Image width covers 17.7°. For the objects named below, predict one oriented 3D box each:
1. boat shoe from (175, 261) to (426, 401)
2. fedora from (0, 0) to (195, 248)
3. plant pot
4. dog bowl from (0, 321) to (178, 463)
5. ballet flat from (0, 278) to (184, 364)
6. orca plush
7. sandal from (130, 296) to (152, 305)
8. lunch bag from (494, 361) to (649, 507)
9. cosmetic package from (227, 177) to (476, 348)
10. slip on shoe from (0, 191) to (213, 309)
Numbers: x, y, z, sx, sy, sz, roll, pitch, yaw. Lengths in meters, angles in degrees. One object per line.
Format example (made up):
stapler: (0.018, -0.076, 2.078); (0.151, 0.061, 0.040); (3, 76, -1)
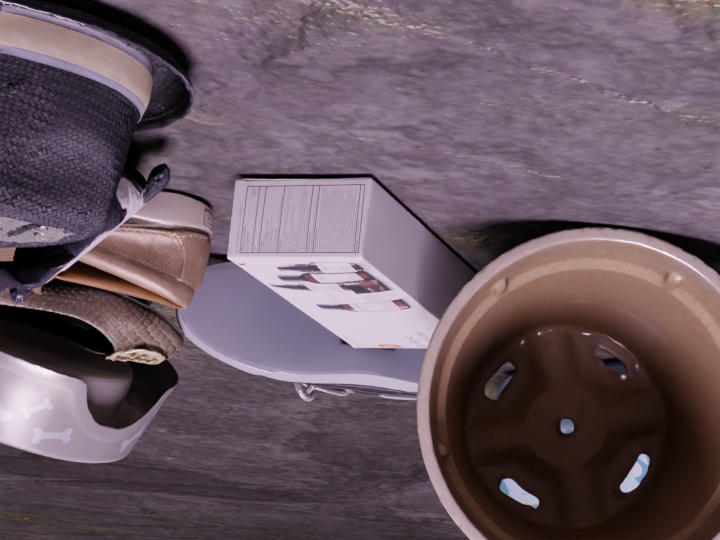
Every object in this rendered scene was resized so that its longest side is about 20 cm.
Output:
boat shoe: (-0.024, 0.044, 1.460); (0.198, 0.074, 0.068); (6, 159, -15)
fedora: (-0.180, -0.063, 1.077); (0.199, 0.092, 0.201); (7, 166, 2)
plant pot: (0.129, 0.086, 1.350); (0.199, 0.202, 0.184); (7, 174, 0)
dog bowl: (-0.217, 0.058, 1.462); (0.199, 0.059, 0.200); (22, -171, -4)
ballet flat: (-0.200, 0.024, 1.388); (0.199, 0.047, 0.067); (22, 153, -25)
orca plush: (-0.166, -0.035, 1.186); (0.105, 0.071, 0.200); (-37, -175, 25)
sandal: (-0.162, 0.011, 1.447); (0.075, 0.048, 0.200); (9, 166, -9)
lunch bag: (0.191, 0.140, 1.620); (0.199, 0.083, 0.161); (-8, 135, 46)
cosmetic package: (0.000, 0.000, 1.328); (0.082, 0.051, 0.200); (2, 165, 22)
slip on shoe: (-0.185, -0.019, 1.318); (0.199, 0.061, 0.076); (8, 166, -6)
